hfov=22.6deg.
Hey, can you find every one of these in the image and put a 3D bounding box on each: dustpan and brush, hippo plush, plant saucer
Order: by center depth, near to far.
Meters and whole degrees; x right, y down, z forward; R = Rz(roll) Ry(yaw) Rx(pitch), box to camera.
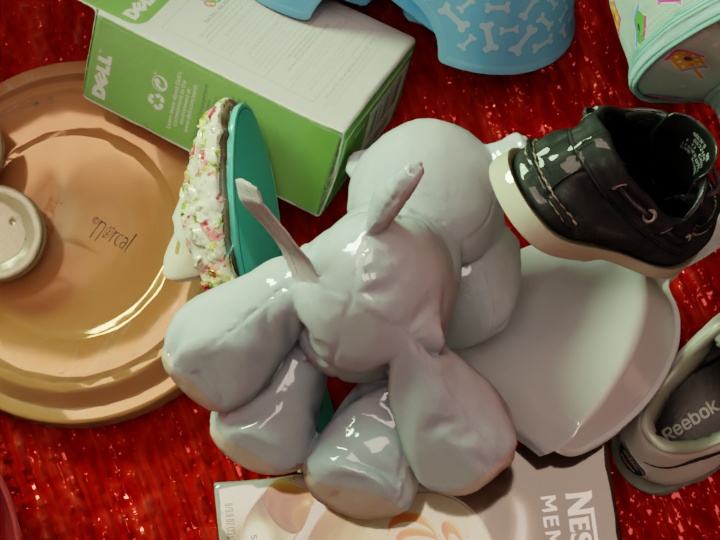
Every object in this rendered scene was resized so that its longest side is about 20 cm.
[{"bbox_3d":[0.000,0.000,0.859,0.158,0.202,0.161,-5,34,23],"label":"hippo plush"},{"bbox_3d":[0.131,0.014,0.938,0.200,0.057,0.139,-44,42,-12],"label":"dustpan and brush"},{"bbox_3d":[-0.154,-0.017,0.979,0.198,0.032,0.203,-1,79,3],"label":"plant saucer"}]

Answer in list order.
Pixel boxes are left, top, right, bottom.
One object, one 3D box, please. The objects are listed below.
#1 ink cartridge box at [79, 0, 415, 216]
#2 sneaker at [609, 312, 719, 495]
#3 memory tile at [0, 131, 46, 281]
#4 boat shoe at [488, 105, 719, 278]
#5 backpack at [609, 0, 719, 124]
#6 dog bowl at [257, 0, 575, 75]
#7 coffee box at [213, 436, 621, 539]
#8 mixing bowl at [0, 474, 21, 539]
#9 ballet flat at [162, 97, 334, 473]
[{"bbox_3d":[-0.081,-0.119,0.963,0.198,0.060,0.104,27,42,8],"label":"ink cartridge box"},{"bbox_3d":[0.216,0.039,0.921,0.200,0.089,0.074,-42,77,-6],"label":"sneaker"},{"bbox_3d":[-0.278,-0.030,0.947,0.198,0.017,0.155,-26,87,-2],"label":"memory tile"},{"bbox_3d":[0.136,-0.046,0.851,0.066,0.198,0.075,-37,66,28],"label":"boat shoe"},{"bbox_3d":[0.223,-0.135,0.888,0.198,0.176,0.155,3,73,-25],"label":"backpack"},{"bbox_3d":[0.025,-0.173,0.967,0.198,0.050,0.112,18,44,5],"label":"dog bowl"},{"bbox_3d":[0.033,0.153,0.912,0.197,0.080,0.116,-8,79,2],"label":"coffee box"},{"bbox_3d":[-0.265,0.126,0.909,0.198,0.108,0.203,-1,105,-5],"label":"mixing bowl"},{"bbox_3d":[-0.065,0.014,0.917,0.063,0.076,0.202,-8,107,19],"label":"ballet flat"}]
